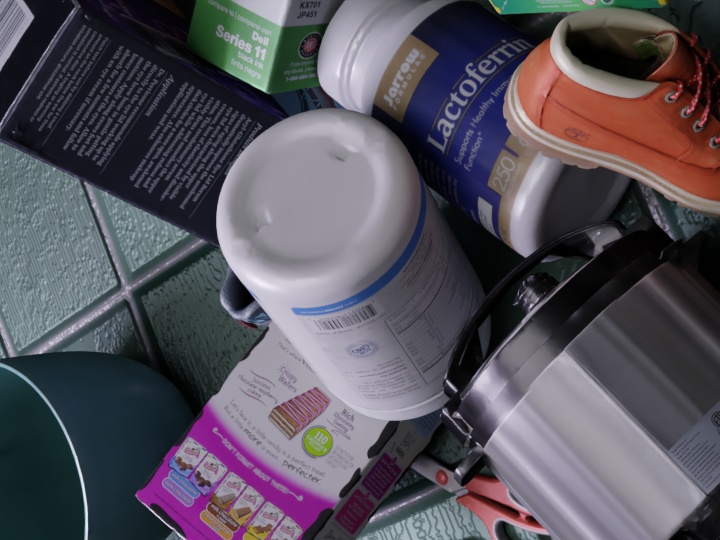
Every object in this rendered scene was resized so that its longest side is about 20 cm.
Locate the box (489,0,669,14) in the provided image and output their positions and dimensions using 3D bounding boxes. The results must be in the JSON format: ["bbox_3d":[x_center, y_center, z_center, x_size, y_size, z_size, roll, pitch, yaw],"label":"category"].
[{"bbox_3d":[0.150,-0.239,0.966,0.116,0.048,0.201,4,59,40],"label":"box"}]

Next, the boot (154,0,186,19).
[{"bbox_3d":[-0.164,-0.219,1.288,0.201,0.066,0.175,54,134,3],"label":"boot"}]

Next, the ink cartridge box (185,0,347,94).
[{"bbox_3d":[-0.021,-0.231,1.121,0.083,0.146,0.202,31,119,30],"label":"ink cartridge box"}]

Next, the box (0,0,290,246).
[{"bbox_3d":[-0.163,-0.125,1.160,0.105,0.199,0.148,-54,41,12],"label":"box"}]

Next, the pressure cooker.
[{"bbox_3d":[0.155,0.073,1.002,0.200,0.175,0.179,45,131,14],"label":"pressure cooker"}]

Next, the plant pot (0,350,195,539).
[{"bbox_3d":[-0.224,0.156,1.370,0.199,0.160,0.203,10,106,40],"label":"plant pot"}]

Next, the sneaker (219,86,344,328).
[{"bbox_3d":[-0.058,-0.051,1.225,0.079,0.095,0.203,16,110,36],"label":"sneaker"}]

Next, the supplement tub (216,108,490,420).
[{"bbox_3d":[0.000,0.000,1.093,0.130,0.200,0.133,-8,61,15],"label":"supplement tub"}]

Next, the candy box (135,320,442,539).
[{"bbox_3d":[-0.044,0.125,1.202,0.136,0.061,0.201,34,81,31],"label":"candy box"}]

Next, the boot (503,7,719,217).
[{"bbox_3d":[0.185,-0.089,0.948,0.107,0.198,0.076,113,170,-68],"label":"boot"}]

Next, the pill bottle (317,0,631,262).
[{"bbox_3d":[0.072,-0.103,1.086,0.199,0.115,0.117,37,121,29],"label":"pill bottle"}]

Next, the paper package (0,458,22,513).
[{"bbox_3d":[-0.328,0.246,1.522,0.199,0.103,0.193,-18,87,41],"label":"paper package"}]

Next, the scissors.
[{"bbox_3d":[0.068,0.158,1.213,0.198,0.014,0.074,10,107,38],"label":"scissors"}]
